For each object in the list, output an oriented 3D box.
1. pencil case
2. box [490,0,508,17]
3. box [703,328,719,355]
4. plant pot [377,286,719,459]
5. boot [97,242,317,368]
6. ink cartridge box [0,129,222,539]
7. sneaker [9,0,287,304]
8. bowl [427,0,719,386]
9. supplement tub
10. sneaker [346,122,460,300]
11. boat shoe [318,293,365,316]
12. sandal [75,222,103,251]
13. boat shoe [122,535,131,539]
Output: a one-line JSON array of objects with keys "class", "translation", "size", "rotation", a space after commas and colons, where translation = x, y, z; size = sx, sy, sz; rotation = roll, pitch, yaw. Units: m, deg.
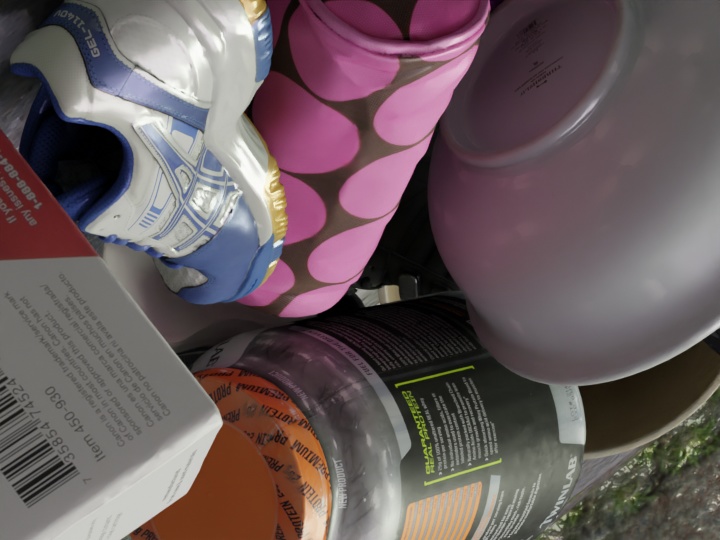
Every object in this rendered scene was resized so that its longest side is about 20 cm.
[{"class": "pencil case", "translation": [-0.016, -0.066, 1.075], "size": [0.091, 0.094, 0.200], "rotation": [12, 148, -13]}, {"class": "box", "translation": [0.083, -0.167, 1.122], "size": [0.143, 0.036, 0.200], "rotation": [-30, 166, -40]}, {"class": "box", "translation": [0.183, -0.033, 1.287], "size": [0.122, 0.200, 0.106], "rotation": [-53, -147, -5]}, {"class": "plant pot", "translation": [0.113, -0.013, 1.478], "size": [0.187, 0.187, 0.200], "rotation": [-42, -179, 11]}, {"class": "boot", "translation": [-0.096, 0.020, 1.209], "size": [0.090, 0.073, 0.200], "rotation": [-30, 169, 22]}, {"class": "ink cartridge box", "translation": [-0.170, 0.059, 0.912], "size": [0.200, 0.147, 0.083], "rotation": [-33, 168, -24]}, {"class": "sneaker", "translation": [-0.080, -0.042, 0.979], "size": [0.088, 0.075, 0.200], "rotation": [-37, 152, -18]}, {"class": "bowl", "translation": [0.097, -0.060, 1.152], "size": [0.201, 0.201, 0.090], "rotation": [-42, 125, 11]}, {"class": "supplement tub", "translation": [-0.003, 0.078, 1.191], "size": [0.123, 0.123, 0.200], "rotation": [-47, 159, 30]}, {"class": "sneaker", "translation": [0.000, 0.000, 1.314], "size": [0.200, 0.099, 0.071], "rotation": [-43, 169, 18]}, {"class": "boat shoe", "translation": [-0.017, 0.080, 1.450], "size": [0.200, 0.073, 0.063], "rotation": [-95, -157, -55]}, {"class": "sandal", "translation": [-0.152, 0.017, 1.087], "size": [0.200, 0.043, 0.076], "rotation": [-51, 173, 8]}, {"class": "boat shoe", "translation": [-0.133, 0.152, 1.403], "size": [0.071, 0.064, 0.200], "rotation": [-8, -171, -2]}]
